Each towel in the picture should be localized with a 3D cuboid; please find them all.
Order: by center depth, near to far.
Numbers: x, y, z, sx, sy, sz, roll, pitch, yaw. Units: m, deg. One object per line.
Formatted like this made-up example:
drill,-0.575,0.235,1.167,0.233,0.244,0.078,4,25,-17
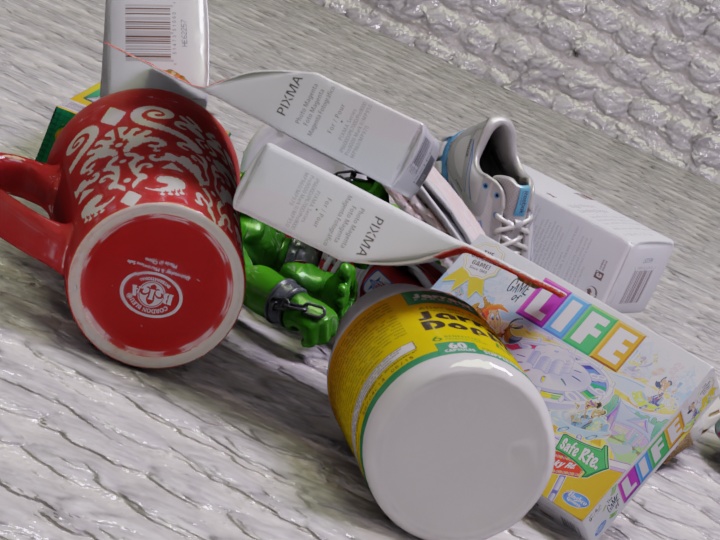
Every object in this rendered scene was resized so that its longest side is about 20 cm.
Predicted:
towel,0.067,-0.030,1.671,0.200,0.032,0.191,53,6,-5

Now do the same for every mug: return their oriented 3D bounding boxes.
mug,-0.154,-0.018,1.444,0.177,0.134,0.200,-16,22,-2

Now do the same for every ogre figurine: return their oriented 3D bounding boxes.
ogre figurine,-0.054,-0.017,1.618,0.119,0.098,0.201,12,53,7

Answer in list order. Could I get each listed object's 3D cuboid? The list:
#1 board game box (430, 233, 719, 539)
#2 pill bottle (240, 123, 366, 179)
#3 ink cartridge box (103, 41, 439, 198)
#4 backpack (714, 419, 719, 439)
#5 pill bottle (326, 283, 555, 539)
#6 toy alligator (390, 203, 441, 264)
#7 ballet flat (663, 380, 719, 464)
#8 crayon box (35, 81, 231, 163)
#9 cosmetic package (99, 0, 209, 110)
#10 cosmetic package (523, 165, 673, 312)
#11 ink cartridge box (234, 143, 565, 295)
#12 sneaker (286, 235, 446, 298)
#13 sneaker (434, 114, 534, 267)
board game box,0.112,0.073,1.468,0.200,0.135,0.034,31,-21,34
pill bottle,-0.035,-0.093,1.955,0.112,0.112,0.200,23,11,2
ink cartridge box,-0.049,-0.111,1.437,0.200,0.057,0.163,31,2,5
backpack,0.381,0.120,1.751,0.199,0.151,0.177,23,12,25
pill bottle,0.041,0.076,1.357,0.112,0.113,0.200,20,12,-15
toy alligator,0.038,-0.028,1.839,0.199,0.054,0.059,-2,18,-29
ballet flat,0.242,0.097,1.726,0.065,0.071,0.200,-17,7,12
crayon box,-0.180,-0.096,1.825,0.118,0.058,0.200,24,12,0
cosmetic package,-0.150,-0.121,1.626,0.074,0.102,0.200,1,-22,-7
cosmetic package,0.156,-0.037,1.941,0.200,0.074,0.102,31,14,25
ink cartridge box,0.026,-0.012,1.407,0.200,0.057,0.163,31,2,4
sneaker,0.000,0.000,1.715,0.200,0.071,0.112,29,10,17
sneaker,0.108,-0.032,1.805,0.075,0.201,0.087,-1,-21,-31
